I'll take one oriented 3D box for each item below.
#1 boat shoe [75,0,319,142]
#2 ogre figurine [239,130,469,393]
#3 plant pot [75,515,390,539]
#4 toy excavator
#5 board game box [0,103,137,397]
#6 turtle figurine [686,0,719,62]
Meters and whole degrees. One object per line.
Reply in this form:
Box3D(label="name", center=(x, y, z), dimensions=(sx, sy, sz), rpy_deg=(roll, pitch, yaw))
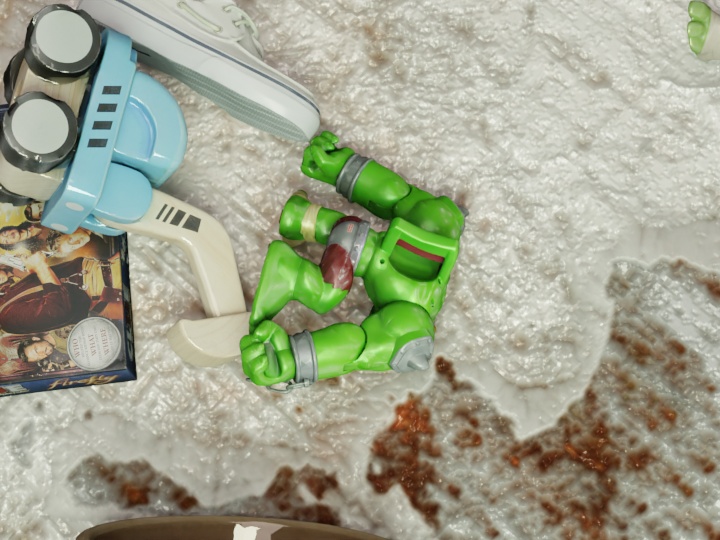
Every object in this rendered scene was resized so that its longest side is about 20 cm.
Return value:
Box3D(label="boat shoe", center=(-0.104, -0.160, 1.217), dimensions=(0.199, 0.074, 0.067), rpy_deg=(29, 80, 15))
Box3D(label="ogre figurine", center=(0.000, 0.000, 1.142), dimensions=(0.119, 0.098, 0.200), rpy_deg=(13, 30, 4))
Box3D(label="plant pot", center=(-0.072, 0.245, 1.048), dimensions=(0.199, 0.200, 0.176), rpy_deg=(3, 91, 7))
Box3D(label="toy excavator", center=(-0.145, -0.053, 1.156), dimensions=(0.199, 0.100, 0.195), rpy_deg=(17, 69, -16))
Box3D(label="board game box", center=(-0.227, -0.017, 1.207), dimensions=(0.135, 0.035, 0.201), rpy_deg=(-8, 72, 3))
Box3D(label="turtle figurine", center=(0.305, -0.192, 1.137), dimensions=(0.193, 0.200, 0.145), rpy_deg=(2, 112, 27))
